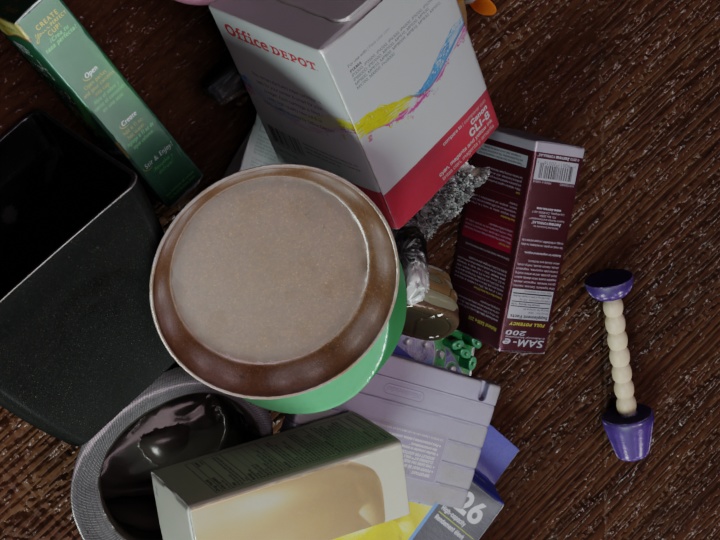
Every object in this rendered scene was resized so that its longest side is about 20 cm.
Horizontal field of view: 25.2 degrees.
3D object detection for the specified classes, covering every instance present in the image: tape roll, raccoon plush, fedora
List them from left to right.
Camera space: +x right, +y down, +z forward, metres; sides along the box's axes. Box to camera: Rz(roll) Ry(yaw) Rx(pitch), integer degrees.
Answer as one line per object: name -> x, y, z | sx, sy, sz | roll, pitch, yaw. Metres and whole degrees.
fedora -> -0.177, 0.168, 1.435 | 0.199, 0.090, 0.178 | -38, 117, -16
tape roll -> -0.061, 0.021, 1.364 | 0.048, 0.199, 0.202 | -44, 129, -61
raccoon plush -> 0.060, -0.036, 1.453 | 0.133, 0.096, 0.202 | 22, 54, -38

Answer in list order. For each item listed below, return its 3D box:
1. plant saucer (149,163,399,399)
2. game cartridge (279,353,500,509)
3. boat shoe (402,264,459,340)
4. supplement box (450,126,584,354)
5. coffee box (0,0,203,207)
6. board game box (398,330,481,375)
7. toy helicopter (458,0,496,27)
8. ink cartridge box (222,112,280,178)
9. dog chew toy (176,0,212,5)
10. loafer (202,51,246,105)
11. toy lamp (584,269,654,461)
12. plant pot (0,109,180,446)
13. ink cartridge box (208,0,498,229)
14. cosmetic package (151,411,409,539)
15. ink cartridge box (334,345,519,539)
plant saucer -> -0.068, 0.005, 1.269 | 0.198, 0.035, 0.202 | -5, 115, -11
game cartridge -> 0.024, 0.142, 1.495 | 0.199, 0.038, 0.131 | 17, 96, -25
boat shoe -> 0.000, 0.000, 1.455 | 0.199, 0.072, 0.077 | 23, 49, -30
supplement box -> 0.145, -0.031, 1.549 | 0.060, 0.109, 0.202 | 5, 100, -29
coffee box -> -0.220, -0.147, 1.320 | 0.044, 0.123, 0.200 | -43, 119, -9
board game box -> 0.022, 0.156, 1.576 | 0.198, 0.026, 0.202 | 1, 102, -28
toy helicopter -> 0.078, -0.250, 1.457 | 0.201, 0.078, 0.133 | 85, 27, -44
ink cartridge box -> -0.051, -0.074, 1.483 | 0.159, 0.047, 0.202 | 21, 75, -30
dog chew toy -> -0.100, -0.309, 1.349 | 0.200, 0.124, 0.125 | -38, 117, -24
loafer -> -0.048, -0.197, 1.422 | 0.199, 0.073, 0.073 | -36, 109, -16
toy lamp -> 0.271, 0.102, 1.680 | 0.058, 0.058, 0.202 | -20, 109, -22
plant pot -> -0.253, 0.020, 1.312 | 0.199, 0.200, 0.178 | -42, 130, -13
ink cartridge box -> -0.002, -0.169, 1.330 | 0.145, 0.145, 0.201 | -45, 137, -20
cosmetic package -> -0.068, 0.191, 1.385 | 0.198, 0.105, 0.072 | -14, 107, -22
ink cartridge box -> 0.045, 0.209, 1.562 | 0.197, 0.047, 0.201 | 40, 85, -28
